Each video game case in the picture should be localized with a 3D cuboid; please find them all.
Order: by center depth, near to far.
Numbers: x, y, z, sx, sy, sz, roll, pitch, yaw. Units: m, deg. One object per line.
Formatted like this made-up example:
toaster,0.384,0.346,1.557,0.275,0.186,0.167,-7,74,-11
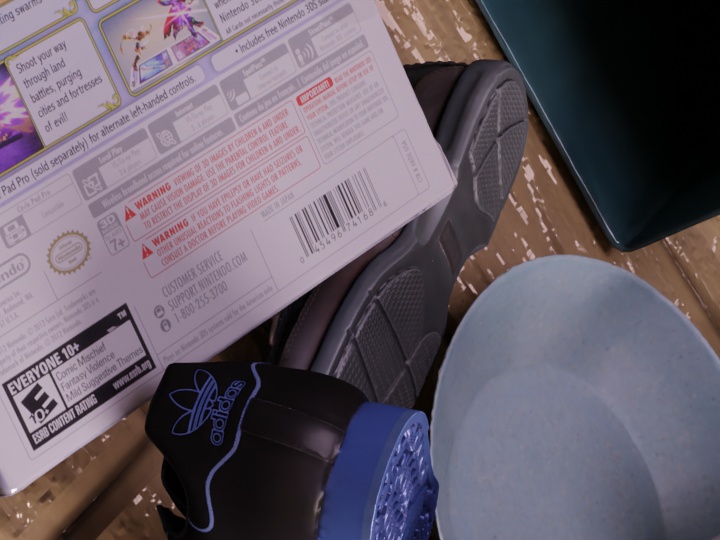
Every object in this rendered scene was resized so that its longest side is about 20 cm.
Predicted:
video game case,-0.082,-0.060,0.771,0.200,0.045,0.182,-35,109,-35

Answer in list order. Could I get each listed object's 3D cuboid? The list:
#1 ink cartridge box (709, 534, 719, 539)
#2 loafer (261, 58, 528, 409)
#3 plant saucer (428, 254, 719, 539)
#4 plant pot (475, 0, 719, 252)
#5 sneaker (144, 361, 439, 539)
ink cartridge box,0.128,0.215,0.847,0.200,0.145,0.145,61,-1,-13
loafer,0.000,0.000,0.925,0.200,0.063,0.072,-60,148,-36
plant saucer,0.086,0.095,0.976,0.201,0.039,0.202,19,62,-39
plant pot,0.169,-0.130,1.080,0.142,0.141,0.200,60,38,-10
sneaker,-0.021,0.078,0.810,0.078,0.200,0.070,19,66,10
